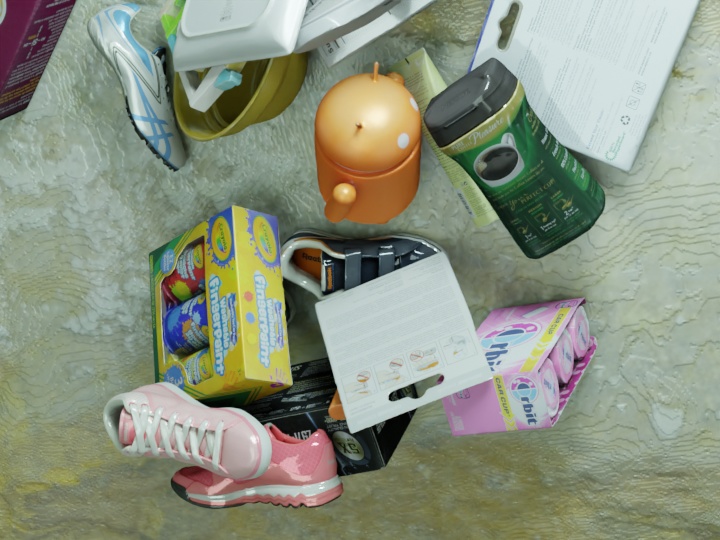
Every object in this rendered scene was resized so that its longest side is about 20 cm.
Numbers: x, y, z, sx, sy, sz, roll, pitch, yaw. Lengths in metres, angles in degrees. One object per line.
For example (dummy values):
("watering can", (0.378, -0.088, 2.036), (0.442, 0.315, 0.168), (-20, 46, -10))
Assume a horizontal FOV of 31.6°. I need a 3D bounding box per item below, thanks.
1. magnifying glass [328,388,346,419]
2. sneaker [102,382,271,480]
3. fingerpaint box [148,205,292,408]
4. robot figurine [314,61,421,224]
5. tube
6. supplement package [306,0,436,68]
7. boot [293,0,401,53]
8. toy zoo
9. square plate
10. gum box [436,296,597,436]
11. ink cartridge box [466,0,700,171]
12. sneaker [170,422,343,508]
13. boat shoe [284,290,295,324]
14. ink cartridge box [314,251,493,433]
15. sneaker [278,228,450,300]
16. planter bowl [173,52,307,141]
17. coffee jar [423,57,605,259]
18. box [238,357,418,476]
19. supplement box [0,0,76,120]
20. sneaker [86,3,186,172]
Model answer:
("magnifying glass", (-0.003, 0.104, 1.419), (0.079, 0.201, 0.023), (-13, 114, 18))
("sneaker", (-0.192, 0.175, 1.340), (0.199, 0.104, 0.076), (19, 106, 37))
("fingerpaint box", (-0.163, 0.052, 1.443), (0.166, 0.073, 0.202), (-24, 64, 41))
("robot figurine", (0.008, -0.126, 1.348), (0.143, 0.201, 0.117), (-28, 64, -14))
("tube", (0.100, -0.144, 1.377), (0.058, 0.052, 0.201), (-29, 99, 20))
("supplement package", (0.031, -0.313, 1.302), (0.199, 0.110, 0.114), (-28, 100, 24))
("boot", (-0.001, -0.296, 1.228), (0.199, 0.073, 0.096), (-28, 89, 20))
("toy zoo", (-0.155, -0.261, 1.355), (0.020, 0.201, 0.131), (17, 125, -38))
("square plate", (-0.114, -0.304, 1.285), (0.199, 0.028, 0.200), (2, 73, 47))
("gum box", (0.174, 0.098, 1.366), (0.112, 0.200, 0.067), (-10, 108, 28))
("ink cartridge box", (0.223, -0.229, 1.310), (0.198, 0.043, 0.198), (24, 117, 10))
("sneaker", (-0.114, 0.210, 1.397), (0.198, 0.074, 0.088), (-3, 94, 16))
("boat shoe", (-0.170, 0.086, 1.542), (0.199, 0.068, 0.072), (-32, 99, 27))
("ink cartridge box", (0.047, 0.083, 1.352), (0.158, 0.201, 0.048), (-21, 132, 3))
("sneaker", (0.000, 0.000, 1.449), (0.197, 0.079, 0.079), (4, 110, 15))
("planter bowl", (-0.115, -0.224, 1.375), (0.083, 0.201, 0.201), (18, 124, -38))
("coffee jar", (0.157, -0.116, 1.311), (0.104, 0.086, 0.200), (-30, 110, 30))
("box", (-0.051, 0.171, 1.480), (0.198, 0.164, 0.087), (-14, 106, 21))
("supplement box", (-0.421, -0.291, 1.461), (0.130, 0.103, 0.201), (34, 117, 3))
("sneaker", (-0.242, -0.208, 1.457), (0.072, 0.072, 0.202), (-25, 109, -3))
